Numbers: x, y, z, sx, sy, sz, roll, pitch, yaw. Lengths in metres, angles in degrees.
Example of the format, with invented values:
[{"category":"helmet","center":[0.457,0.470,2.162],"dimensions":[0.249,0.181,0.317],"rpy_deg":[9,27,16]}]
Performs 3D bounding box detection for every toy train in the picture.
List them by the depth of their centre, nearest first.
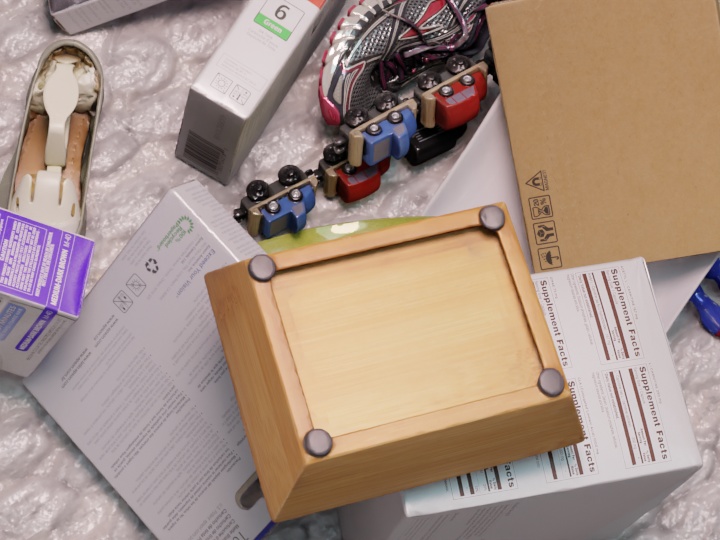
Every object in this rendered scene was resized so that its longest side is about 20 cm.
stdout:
[{"category":"toy train","center":[0.066,-0.126,1.403],"dimensions":[0.199,0.034,0.046],"rpy_deg":[-29,57,-24]},{"category":"toy train","center":[-0.005,-0.074,1.413],"dimensions":[0.199,0.034,0.046],"rpy_deg":[-27,67,-21]}]

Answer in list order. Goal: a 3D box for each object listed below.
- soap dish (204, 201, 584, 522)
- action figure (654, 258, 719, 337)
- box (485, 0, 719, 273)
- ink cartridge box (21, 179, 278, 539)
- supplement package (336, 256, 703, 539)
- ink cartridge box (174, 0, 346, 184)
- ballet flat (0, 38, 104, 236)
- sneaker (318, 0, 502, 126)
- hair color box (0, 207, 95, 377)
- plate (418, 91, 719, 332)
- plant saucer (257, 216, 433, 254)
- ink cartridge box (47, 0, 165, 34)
[{"category":"soap dish","center":[0.022,0.046,1.139],"dimensions":[0.198,0.081,0.159],"rpy_deg":[-13,71,-13]},{"category":"action figure","center":[0.237,-0.011,1.437],"dimensions":[0.199,0.052,0.066],"rpy_deg":[38,71,7]},{"category":"box","center":[0.184,-0.103,1.352],"dimensions":[0.162,0.021,0.202],"rpy_deg":[-9,99,15]},{"category":"ink cartridge box","center":[-0.103,0.078,1.256],"dimensions":[0.200,0.200,0.041],"rpy_deg":[48,29,10]},{"category":"supplement package","center":[0.089,0.103,1.277],"dimensions":[0.198,0.191,0.149],"rpy_deg":[-8,70,-14]},{"category":"ink cartridge box","center":[-0.062,-0.171,1.402],"dimensions":[0.050,0.109,0.201],"rpy_deg":[30,65,1]},{"category":"ballet flat","center":[-0.221,-0.071,1.353],"dimensions":[0.067,0.064,0.202],"rpy_deg":[9,67,-8]},{"category":"sneaker","center":[0.044,-0.176,1.433],"dimensions":[0.074,0.081,0.200],"rpy_deg":[36,65,25]},{"category":"hair color box","center":[-0.282,-0.004,1.223],"dimensions":[0.198,0.109,0.065],"rpy_deg":[21,58,-18]},{"category":"plate","center":[0.169,-0.052,1.394],"dimensions":[0.199,0.032,0.200],"rpy_deg":[34,107,4]},{"category":"plant saucer","center":[0.000,0.000,1.320],"dimensions":[0.198,0.200,0.031],"rpy_deg":[-10,103,-16]},{"category":"ink cartridge box","center":[-0.153,-0.299,1.429],"dimensions":[0.198,0.047,0.199],"rpy_deg":[-19,70,11]}]
